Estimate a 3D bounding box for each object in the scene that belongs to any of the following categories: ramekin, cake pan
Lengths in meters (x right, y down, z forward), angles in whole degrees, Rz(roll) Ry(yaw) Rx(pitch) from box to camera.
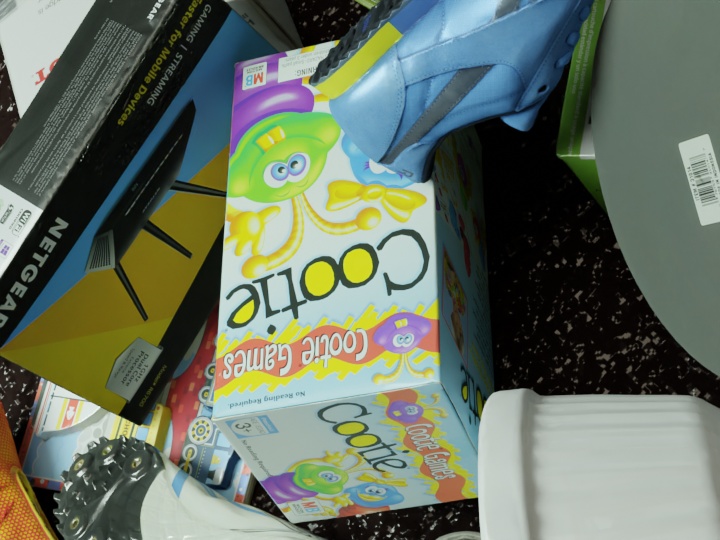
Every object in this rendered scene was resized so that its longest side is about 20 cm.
[{"bbox_3d":[0.111,0.139,0.667,0.094,0.202,0.203,-10,65,10],"label":"ramekin"},{"bbox_3d":[0.149,-0.041,0.660,0.037,0.200,0.200,-16,56,-20],"label":"cake pan"}]

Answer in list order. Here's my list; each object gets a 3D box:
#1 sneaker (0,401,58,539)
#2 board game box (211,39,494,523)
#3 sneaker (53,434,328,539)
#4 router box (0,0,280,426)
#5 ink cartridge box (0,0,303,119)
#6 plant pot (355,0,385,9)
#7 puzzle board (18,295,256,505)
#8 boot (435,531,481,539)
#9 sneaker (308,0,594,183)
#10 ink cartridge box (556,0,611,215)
[{"bbox_3d":[-0.176,0.151,0.888,0.077,0.073,0.200,-16,69,2],"label":"sneaker"},{"bbox_3d":[0.000,0.000,0.799,0.103,0.105,0.200,-10,53,14],"label":"board game box"},{"bbox_3d":[-0.075,0.140,0.830,0.200,0.072,0.072,22,71,38],"label":"sneaker"},{"bbox_3d":[-0.112,-0.037,0.855,0.051,0.149,0.200,29,85,34],"label":"router box"},{"bbox_3d":[-0.132,-0.171,0.974,0.146,0.084,0.200,-29,57,13],"label":"ink cartridge box"},{"bbox_3d":[0.039,-0.217,0.774,0.187,0.187,0.200,34,95,33],"label":"plant pot"},{"bbox_3d":[-0.103,0.028,0.923,0.150,0.017,0.200,5,72,29],"label":"puzzle board"},{"bbox_3d":[0.035,0.175,0.677,0.072,0.200,0.182,-10,67,12],"label":"boot"},{"bbox_3d":[0.071,-0.113,0.706,0.200,0.078,0.066,-40,12,25],"label":"sneaker"},{"bbox_3d":[0.205,-0.104,0.782,0.200,0.076,0.148,2,71,29],"label":"ink cartridge box"}]
